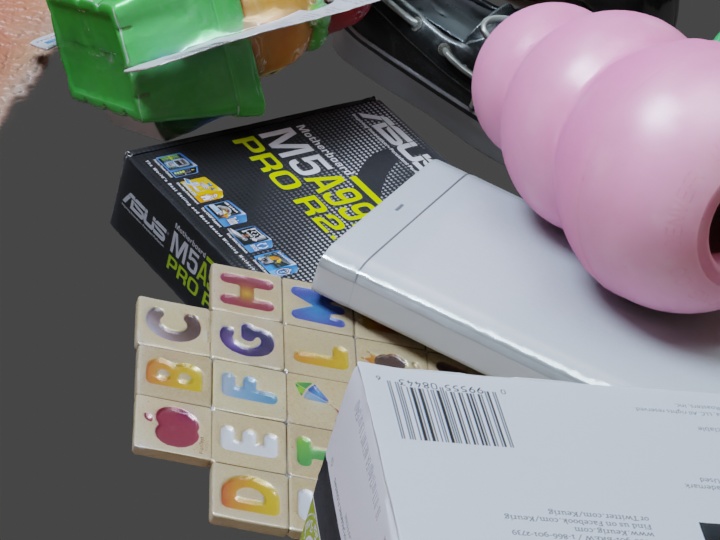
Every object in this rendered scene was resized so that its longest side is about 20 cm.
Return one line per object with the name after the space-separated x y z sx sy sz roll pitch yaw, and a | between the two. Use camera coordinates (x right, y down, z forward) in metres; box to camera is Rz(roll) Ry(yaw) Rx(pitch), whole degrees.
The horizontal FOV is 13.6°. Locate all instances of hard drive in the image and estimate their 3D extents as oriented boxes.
0.093 0.019 1.376 0.199 0.027 0.132 26 30 15 | hard drive

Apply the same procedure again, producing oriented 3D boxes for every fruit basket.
-0.048 -0.130 1.515 0.199 0.094 0.185 -14 15 -23 | fruit basket

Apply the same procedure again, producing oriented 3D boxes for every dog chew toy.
0.123 -0.063 1.391 0.124 0.125 0.200 -8 30 -31 | dog chew toy

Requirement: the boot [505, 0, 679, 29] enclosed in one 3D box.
0.062 -0.170 1.678 0.199 0.069 0.188 14 -2 36 | boot

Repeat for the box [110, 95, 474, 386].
0.000 0.000 1.436 0.160 0.044 0.200 -15 45 -36 | box

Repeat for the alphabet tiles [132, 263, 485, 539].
-0.001 0.062 1.306 0.199 0.006 0.167 11 38 -11 | alphabet tiles

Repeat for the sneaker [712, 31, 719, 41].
0.240 -0.104 1.637 0.199 0.084 0.074 -16 27 -39 | sneaker

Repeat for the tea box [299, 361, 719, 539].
0.078 0.155 1.117 0.199 0.198 0.134 6 36 -15 | tea box

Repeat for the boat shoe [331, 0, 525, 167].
0.076 -0.111 1.601 0.199 0.068 0.073 34 39 25 | boat shoe
